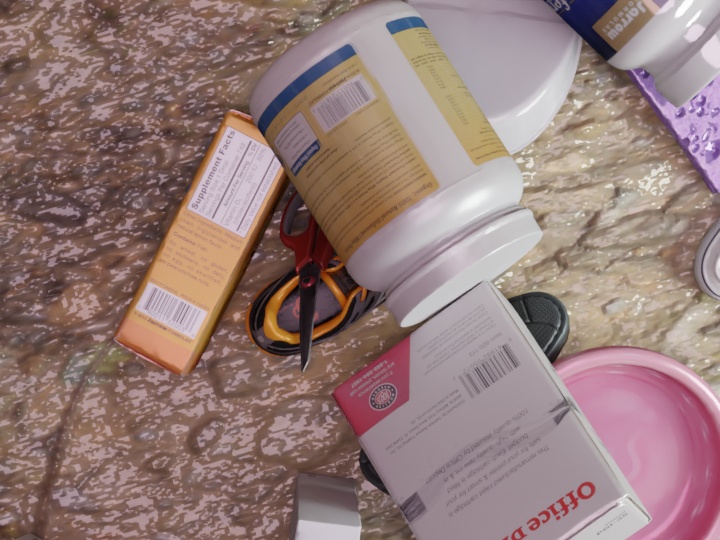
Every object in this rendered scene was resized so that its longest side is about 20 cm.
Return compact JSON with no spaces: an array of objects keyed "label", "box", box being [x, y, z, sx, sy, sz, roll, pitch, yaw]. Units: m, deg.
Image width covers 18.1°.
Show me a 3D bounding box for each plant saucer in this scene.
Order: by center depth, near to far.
[{"label":"plant saucer","box":[0.188,0.152,1.723,0.199,0.051,0.202,-2,103,-9]}]

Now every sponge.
[{"label":"sponge","box":[0.259,-0.170,1.725,0.111,0.030,0.200,-36,93,1]}]

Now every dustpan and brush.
[{"label":"dustpan and brush","box":[0.088,-0.112,1.700,0.139,0.057,0.201,8,67,8]}]

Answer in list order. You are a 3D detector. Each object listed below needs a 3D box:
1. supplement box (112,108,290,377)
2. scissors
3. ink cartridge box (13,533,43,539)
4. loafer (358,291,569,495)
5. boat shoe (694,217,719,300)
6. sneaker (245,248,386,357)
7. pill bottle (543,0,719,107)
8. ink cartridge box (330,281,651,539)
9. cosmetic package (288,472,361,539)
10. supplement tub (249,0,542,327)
[{"label":"supplement box","box":[-0.113,-0.022,1.713,0.069,0.067,0.201,29,92,1]},{"label":"scissors","box":[-0.042,0.004,1.668,0.073,0.201,0.014,-3,136,25]},{"label":"ink cartridge box","box":[-0.208,0.313,1.714,0.199,0.084,0.146,28,93,5]},{"label":"loafer","box":[0.083,0.096,1.736,0.200,0.063,0.072,-42,63,-1]},{"label":"boat shoe","box":[0.346,-0.039,1.717,0.199,0.066,0.072,-27,94,1]},{"label":"sneaker","box":[0.000,0.000,1.711,0.200,0.077,0.078,-40,92,0]},{"label":"pill bottle","box":[0.193,-0.220,1.649,0.200,0.116,0.116,43,93,-1]},{"label":"ink cartridge box","box":[0.093,0.134,1.625,0.146,0.083,0.200,-35,63,7]},{"label":"cosmetic package","box":[-0.033,0.241,1.665,0.051,0.200,0.152,5,95,-2]},{"label":"supplement tub","box":[0.026,-0.076,1.615,0.144,0.145,0.200,-32,80,2]}]
